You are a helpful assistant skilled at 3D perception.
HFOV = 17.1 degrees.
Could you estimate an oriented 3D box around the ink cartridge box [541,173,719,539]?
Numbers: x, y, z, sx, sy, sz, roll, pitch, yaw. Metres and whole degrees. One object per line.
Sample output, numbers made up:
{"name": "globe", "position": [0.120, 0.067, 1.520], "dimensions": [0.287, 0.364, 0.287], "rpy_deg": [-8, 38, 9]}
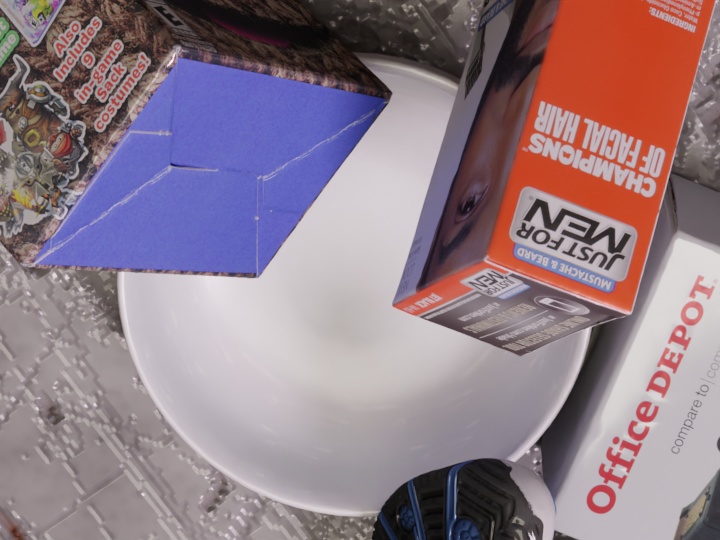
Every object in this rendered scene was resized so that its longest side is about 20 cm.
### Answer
{"name": "ink cartridge box", "position": [0.192, 0.069, 1.013], "dimensions": [0.199, 0.083, 0.147], "rpy_deg": [21, 110, -3]}

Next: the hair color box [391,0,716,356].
{"name": "hair color box", "position": [0.081, -0.077, 0.907], "dimensions": [0.064, 0.111, 0.201], "rpy_deg": [19, 75, -13]}

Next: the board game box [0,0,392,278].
{"name": "board game box", "position": [-0.114, -0.099, 0.901], "dimensions": [0.200, 0.159, 0.097], "rpy_deg": [45, 108, 22]}

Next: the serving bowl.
{"name": "serving bowl", "position": [0.000, 0.000, 1.016], "dimensions": [0.198, 0.066, 0.202], "rpy_deg": [2, 109, 5]}

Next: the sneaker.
{"name": "sneaker", "position": [0.049, 0.136, 1.022], "dimensions": [0.077, 0.076, 0.200], "rpy_deg": [-16, 153, -24]}
